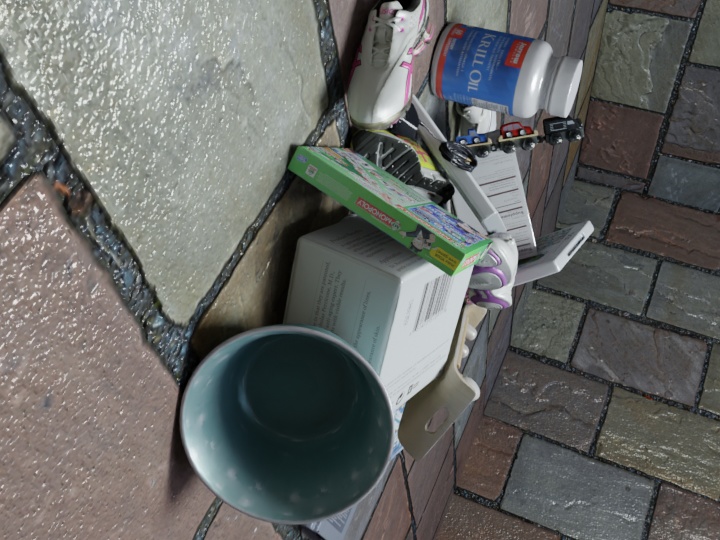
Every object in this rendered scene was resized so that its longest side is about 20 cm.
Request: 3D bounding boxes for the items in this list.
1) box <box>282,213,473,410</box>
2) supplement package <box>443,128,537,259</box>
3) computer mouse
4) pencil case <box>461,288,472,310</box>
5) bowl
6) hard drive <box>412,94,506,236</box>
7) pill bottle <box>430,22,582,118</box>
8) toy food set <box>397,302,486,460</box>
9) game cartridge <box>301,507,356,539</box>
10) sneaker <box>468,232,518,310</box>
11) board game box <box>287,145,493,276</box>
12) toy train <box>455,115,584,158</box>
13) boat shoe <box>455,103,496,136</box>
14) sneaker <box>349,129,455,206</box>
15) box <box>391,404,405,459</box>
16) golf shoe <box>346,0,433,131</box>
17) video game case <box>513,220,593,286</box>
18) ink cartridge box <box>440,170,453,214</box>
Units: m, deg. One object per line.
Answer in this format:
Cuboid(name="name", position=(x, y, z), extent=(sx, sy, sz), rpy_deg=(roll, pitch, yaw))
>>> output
Cuboid(name="box", position=(0.019, 0.049, 0.865), extent=(0.199, 0.131, 0.200), rpy_deg=(-25, 133, -54))
Cuboid(name="supplement package", position=(0.200, -0.115, 1.191), extent=(0.114, 0.109, 0.200), rpy_deg=(-69, 145, -80))
Cuboid(name="computer mouse", position=(0.070, -0.168, 0.909), extent=(0.200, 0.034, 0.059), rpy_deg=(29, 40, -34))
Cuboid(name="pencil case", position=(0.108, 0.053, 1.122), extent=(0.200, 0.083, 0.087), rpy_deg=(-30, 153, 13))
Cuboid(name="bowl", position=(-0.066, 0.132, 0.734), extent=(0.105, 0.200, 0.201), rpy_deg=(-81, -177, -75))
Cuboid(name="hard drive", position=(0.129, -0.139, 1.028), extent=(0.027, 0.200, 0.132), rpy_deg=(-35, 164, 9))
Cuboid(name="pill bottle", position=(0.212, -0.286, 1.087), extent=(0.112, 0.200, 0.112), rpy_deg=(17, 90, -72))
Cuboid(name="toy food set", position=(0.123, 0.149, 1.033), extent=(0.144, 0.060, 0.200), rpy_deg=(-57, -177, 31))
Cuboid(name="game cartridge", position=(-0.041, 0.373, 1.222), extent=(0.133, 0.040, 0.200), rpy_deg=(-61, 159, -22))
Cuboid(name="sneaker", position=(0.167, -0.016, 0.978), extent=(0.200, 0.075, 0.100), rpy_deg=(59, 41, -69))
Cuboid(name="board game box", position=(0.036, -0.068, 0.784), extent=(0.029, 0.200, 0.135), rpy_deg=(-60, 165, 18))
Cuboid(name="toy train", position=(0.225, -0.196, 1.099), extent=(0.034, 0.200, 0.046), rpy_deg=(-64, 144, -80))
Cuboid(name="boat shoe", position=(0.190, -0.285, 1.260), extent=(0.070, 0.071, 0.200), rpy_deg=(-19, 134, -34))
Cuboid(name="sneaker", position=(0.041, -0.138, 0.953), extent=(0.078, 0.090, 0.200), rpy_deg=(-37, 149, 17))
Cuboid(name="box", position=(0.021, 0.210, 1.112), extent=(0.137, 0.040, 0.200), rpy_deg=(-38, 135, -24))
Cuboid(name="golf shoe", position=(0.025, -0.240, 0.807), extent=(0.092, 0.072, 0.200), rpy_deg=(68, 33, -54))
Cuboid(name="video game case", position=(0.258, -0.013, 1.210), extent=(0.182, 0.200, 0.024), rpy_deg=(-36, 102, -50))
Cuboid(name="ink cartridge box", position=(0.106, -0.056, 1.154), extent=(0.200, 0.067, 0.116), rpy_deg=(61, 31, -65))
